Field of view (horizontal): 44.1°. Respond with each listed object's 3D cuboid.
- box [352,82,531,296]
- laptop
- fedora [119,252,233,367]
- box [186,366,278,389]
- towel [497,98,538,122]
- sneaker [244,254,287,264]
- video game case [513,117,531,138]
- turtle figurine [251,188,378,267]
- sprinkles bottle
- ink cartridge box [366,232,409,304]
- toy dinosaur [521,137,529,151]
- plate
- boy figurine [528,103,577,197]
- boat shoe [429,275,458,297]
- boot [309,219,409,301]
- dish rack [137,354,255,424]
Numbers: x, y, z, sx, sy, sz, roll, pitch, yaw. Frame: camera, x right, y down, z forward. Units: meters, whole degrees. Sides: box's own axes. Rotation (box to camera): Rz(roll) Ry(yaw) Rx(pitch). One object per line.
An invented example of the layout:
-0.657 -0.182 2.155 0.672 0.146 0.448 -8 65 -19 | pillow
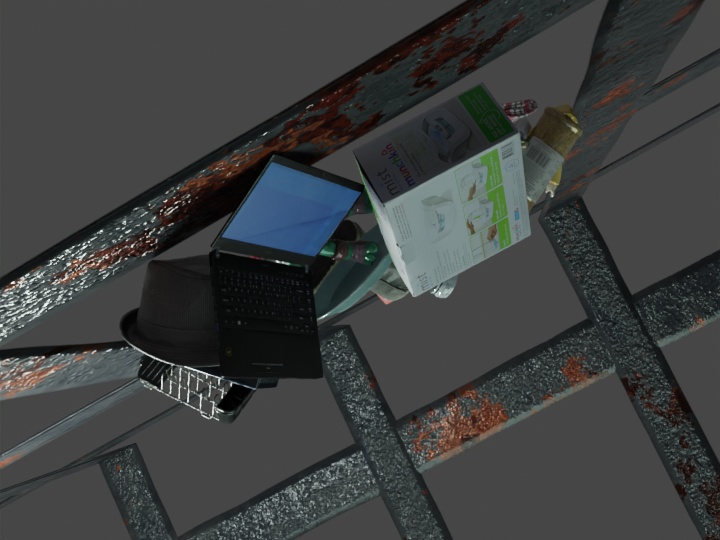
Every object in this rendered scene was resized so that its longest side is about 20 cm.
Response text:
0.103 -0.088 1.062 0.174 0.098 0.201 -27 145 -2 | box
-0.066 0.005 0.941 0.102 0.205 0.176 -15 166 31 | laptop
-0.180 0.031 0.992 0.173 0.093 0.199 -4 -166 -24 | fedora
-0.186 0.098 1.279 0.145 0.110 0.200 17 174 5 | box
0.143 -0.174 1.204 0.198 0.030 0.145 -21 170 -48 | towel
-0.138 0.007 1.230 0.084 0.074 0.200 -27 175 -19 | sneaker
0.152 -0.134 1.300 0.198 0.023 0.183 -32 -167 33 | video game case
-0.062 -0.042 1.101 0.198 0.100 0.153 -14 126 -44 | turtle figurine
0.247 -0.139 1.315 0.202 0.068 0.068 -57 168 8 | sprinkles bottle
0.093 -0.040 1.579 0.197 0.117 0.068 -29 -143 20 | ink cartridge box
0.120 -0.129 1.153 0.197 0.048 0.088 -25 161 -10 | toy dinosaur
0.000 0.000 1.251 0.200 0.026 0.201 -44 -167 13 | plate
0.268 -0.167 1.379 0.201 0.124 0.065 -48 -165 8 | boy figurine
0.119 -0.056 1.328 0.072 0.070 0.203 -48 -158 46 | boat shoe
-0.007 0.008 1.447 0.181 0.074 0.199 -36 150 20 | boot
-0.248 0.150 1.412 0.154 0.196 0.055 -54 161 -44 | dish rack
